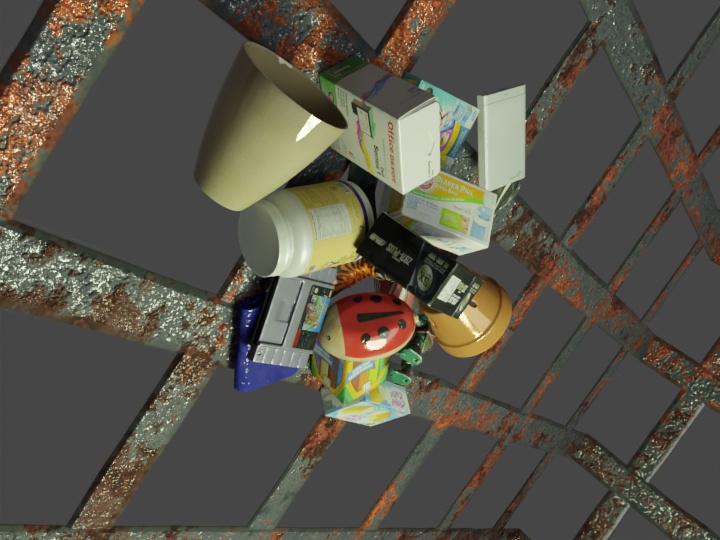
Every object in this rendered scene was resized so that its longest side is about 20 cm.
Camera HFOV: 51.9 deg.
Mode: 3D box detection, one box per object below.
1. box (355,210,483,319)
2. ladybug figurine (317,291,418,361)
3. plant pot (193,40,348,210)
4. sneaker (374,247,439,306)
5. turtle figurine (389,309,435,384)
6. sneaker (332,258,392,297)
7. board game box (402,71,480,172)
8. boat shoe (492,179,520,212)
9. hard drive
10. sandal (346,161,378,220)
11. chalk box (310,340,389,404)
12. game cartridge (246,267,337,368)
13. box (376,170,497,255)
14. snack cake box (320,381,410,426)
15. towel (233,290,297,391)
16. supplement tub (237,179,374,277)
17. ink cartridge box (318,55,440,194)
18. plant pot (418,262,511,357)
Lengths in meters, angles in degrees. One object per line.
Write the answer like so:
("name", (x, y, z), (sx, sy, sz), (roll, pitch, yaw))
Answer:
("box", (0.107, -0.005, 1.284), (0.086, 0.163, 0.200), (-55, 158, 5))
("ladybug figurine", (0.015, 0.099, 1.407), (0.198, 0.137, 0.072), (-11, 157, -11))
("plant pot", (-0.151, -0.191, 1.077), (0.200, 0.188, 0.187), (-48, 146, 19))
("sneaker", (0.081, -0.018, 1.510), (0.078, 0.115, 0.201), (25, 95, -34))
("turtle figurine", (0.108, 0.140, 1.571), (0.201, 0.100, 0.151), (-75, 168, -54))
("sneaker", (0.000, 0.000, 1.429), (0.200, 0.112, 0.078), (-47, 143, -8))
("board game box", (0.125, -0.268, 1.398), (0.199, 0.047, 0.152), (8, 113, -50))
("boat shoe", (0.286, -0.138, 1.657), (0.200, 0.072, 0.068), (-50, 139, -6))
("hard drive", (0.296, -0.277, 1.549), (0.131, 0.027, 0.202), (-23, 119, -34))
("sandal", (-0.003, -0.131, 1.349), (0.048, 0.074, 0.202), (-78, 174, -63))
("chalk box", (-0.017, 0.145, 1.521), (0.124, 0.124, 0.202), (-23, 135, -34))
("game cartridge", (-0.120, 0.077, 1.350), (0.129, 0.038, 0.202), (15, 96, -38))
("box", (0.144, -0.117, 1.404), (0.198, 0.101, 0.114), (18, 75, -24))
("snack cake box", (0.013, 0.296, 1.682), (0.114, 0.068, 0.200), (-25, 151, 25))
("towel", (-0.175, 0.127, 1.404), (0.147, 0.049, 0.202), (-15, 128, -35))
("supplement tub", (-0.090, -0.070, 1.247), (0.199, 0.145, 0.147), (-15, 130, -39))
("ink cartridge box", (0.031, -0.236, 1.194), (0.084, 0.200, 0.146), (-33, 139, -24))
("plant pot", (0.225, 0.075, 1.685), (0.200, 0.200, 0.140), (-49, 127, -3))
